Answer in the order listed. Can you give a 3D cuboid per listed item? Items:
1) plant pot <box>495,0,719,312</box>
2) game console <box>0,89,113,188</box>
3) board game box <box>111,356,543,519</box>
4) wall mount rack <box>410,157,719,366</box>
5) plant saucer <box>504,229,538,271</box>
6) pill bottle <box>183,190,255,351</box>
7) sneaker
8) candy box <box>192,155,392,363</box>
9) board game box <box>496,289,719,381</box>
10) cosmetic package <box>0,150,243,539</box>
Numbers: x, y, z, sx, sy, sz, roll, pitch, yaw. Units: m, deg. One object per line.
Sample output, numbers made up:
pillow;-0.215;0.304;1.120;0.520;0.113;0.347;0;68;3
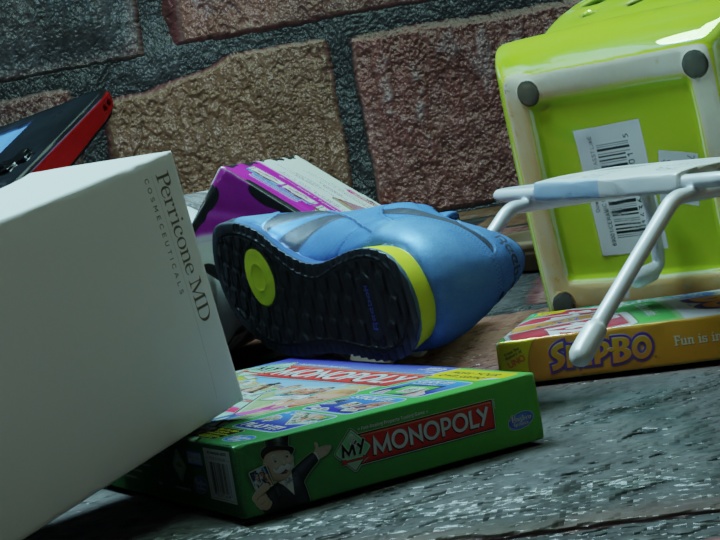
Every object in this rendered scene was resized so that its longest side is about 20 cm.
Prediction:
plant pot;0.196;-0.070;0.963;0.198;0.201;0.181;-5;13;42
game console;-0.249;-0.030;0.949;0.199;0.031;0.177;-14;32;35
board game box;-0.035;0.066;0.707;0.134;0.029;0.200;-12;5;-30
wall mount rack;0.121;-0.009;0.792;0.173;0.075;0.200;-12;5;-34
plant saucer;0.204;-0.027;1.474;0.199;0.030;0.200;-9;5;1
pill bottle;-0.119;0.008;1.103;0.113;0.115;0.200;-8;3;13
sneaker;0.000;0.000;0.810;0.078;0.066;0.200;-23;16;-31
candy box;-0.017;-0.008;1.006;0.136;0.061;0.200;31;10;6
board game box;0.172;0.026;0.819;0.199;0.030;0.095;-6;5;17
cosmetic package;-0.142;0.037;0.585;0.084;0.108;0.200;-7;16;38
